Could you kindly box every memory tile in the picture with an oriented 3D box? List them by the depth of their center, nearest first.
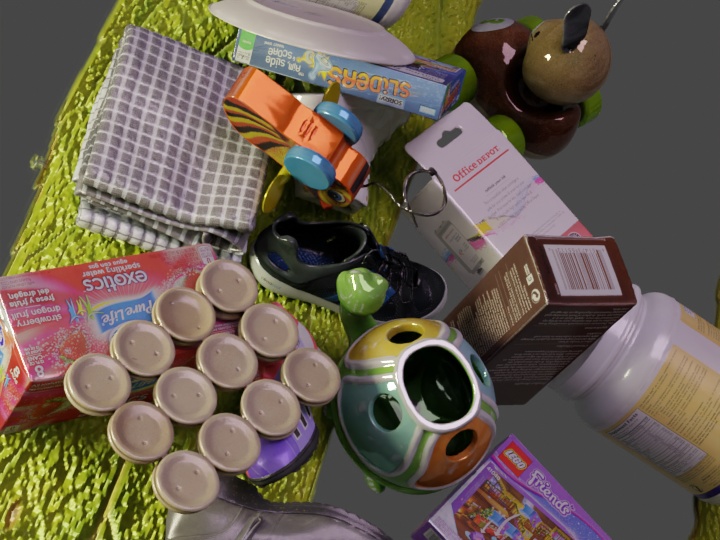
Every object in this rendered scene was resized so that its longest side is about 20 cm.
[{"bbox_3d":[-0.120,0.086,1.336,0.153,0.017,0.200,46,51,8],"label":"memory tile"}]

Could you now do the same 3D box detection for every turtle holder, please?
[{"bbox_3d":[0.048,0.092,1.460,0.140,0.132,0.187,2,73,-12],"label":"turtle holder"}]

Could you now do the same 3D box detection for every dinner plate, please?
[{"bbox_3d":[-0.043,-0.230,1.605,0.199,0.024,0.200,13,14,-3],"label":"dinner plate"}]

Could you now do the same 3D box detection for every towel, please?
[{"bbox_3d":[-0.160,-0.111,1.532,0.165,0.086,0.201,20,53,-16],"label":"towel"}]

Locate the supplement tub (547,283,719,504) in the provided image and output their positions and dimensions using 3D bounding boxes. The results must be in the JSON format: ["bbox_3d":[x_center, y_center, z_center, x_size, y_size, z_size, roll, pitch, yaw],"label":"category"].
[{"bbox_3d":[0.290,0.111,1.607,0.200,0.145,0.146,33,50,-7],"label":"supplement tub"}]

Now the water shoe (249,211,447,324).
[{"bbox_3d":[0.000,0.000,1.555,0.199,0.079,0.072,10,56,-24],"label":"water shoe"}]

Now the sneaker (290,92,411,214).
[{"bbox_3d":[-0.010,-0.113,1.637,0.200,0.073,0.116,-13,102,-59],"label":"sneaker"}]

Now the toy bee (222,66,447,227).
[{"bbox_3d":[-0.038,-0.089,1.498,0.131,0.109,0.200,-37,85,-23],"label":"toy bee"}]

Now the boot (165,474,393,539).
[{"bbox_3d":[-0.073,0.248,1.371,0.199,0.070,0.132,17,56,-6],"label":"boot"}]

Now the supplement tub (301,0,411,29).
[{"bbox_3d":[-0.046,-0.329,1.698,0.199,0.145,0.146,15,54,-21],"label":"supplement tub"}]

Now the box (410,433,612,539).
[{"bbox_3d":[0.156,0.259,1.504,0.200,0.039,0.137,47,50,5],"label":"box"}]

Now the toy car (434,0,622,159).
[{"bbox_3d":[0.190,-0.220,1.727,0.164,0.200,0.158,-30,78,-40],"label":"toy car"}]

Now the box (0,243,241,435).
[{"bbox_3d":[-0.206,0.054,1.389,0.199,0.100,0.096,-10,66,-35],"label":"box"}]

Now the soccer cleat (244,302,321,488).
[{"bbox_3d":[-0.072,0.101,1.413,0.073,0.068,0.200,61,18,-23],"label":"soccer cleat"}]

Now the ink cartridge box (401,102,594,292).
[{"bbox_3d":[0.125,-0.054,1.670,0.200,0.068,0.116,49,49,5],"label":"ink cartridge box"}]

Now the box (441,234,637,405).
[{"bbox_3d":[0.146,0.048,1.529,0.100,0.200,0.075,1,58,-30],"label":"box"}]

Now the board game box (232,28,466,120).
[{"bbox_3d":[-0.008,-0.193,1.618,0.199,0.035,0.135,17,16,8],"label":"board game box"}]
